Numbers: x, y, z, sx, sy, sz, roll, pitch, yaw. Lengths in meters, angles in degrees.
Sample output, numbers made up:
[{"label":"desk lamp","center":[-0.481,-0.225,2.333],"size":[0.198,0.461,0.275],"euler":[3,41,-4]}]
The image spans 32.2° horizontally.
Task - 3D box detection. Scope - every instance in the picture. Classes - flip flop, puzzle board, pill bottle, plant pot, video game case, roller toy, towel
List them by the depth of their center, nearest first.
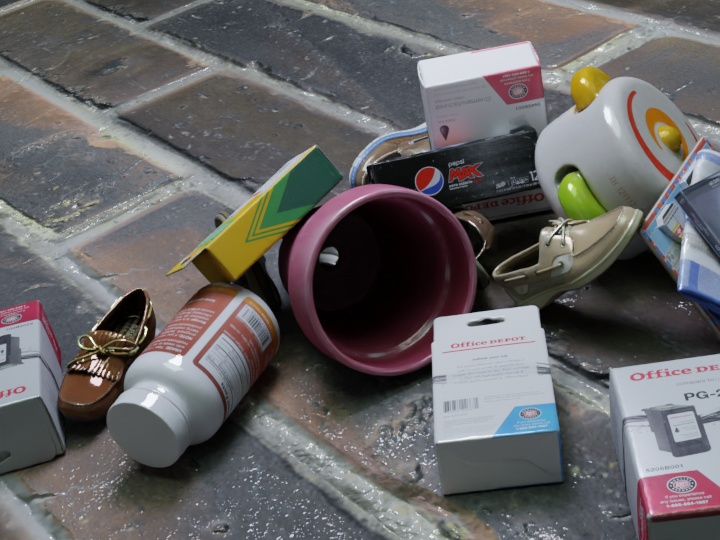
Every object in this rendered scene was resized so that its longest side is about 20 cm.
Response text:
[{"label":"video game case","center":[0.430,-0.024,1.277],"size":[0.143,0.019,0.200],"euler":[-25,73,-30]},{"label":"towel","center":[0.402,-0.027,1.293],"size":[0.147,0.024,0.200],"euler":[26,54,-9]},{"label":"pill bottle","center":[-0.175,0.109,1.301],"size":[0.112,0.112,0.200],"euler":[6,35,26]},{"label":"puzzle board","center":[0.379,-0.038,1.328],"size":[0.017,0.151,0.200],"euler":[-29,13,46]},{"label":"plant pot","center":[0.000,0.000,1.362],"size":[0.200,0.200,0.179],"euler":[-24,18,-19]},{"label":"roller toy","center":[0.303,-0.120,1.410],"size":[0.140,0.182,0.200],"euler":[-36,44,38]},{"label":"flip flop","center":[0.130,-0.041,1.450],"size":[0.058,0.081,0.200],"euler":[-35,13,16]},{"label":"flip flop","center":[-0.149,-0.006,1.513],"size":[0.058,0.081,0.200],"euler":[-33,38,2]}]

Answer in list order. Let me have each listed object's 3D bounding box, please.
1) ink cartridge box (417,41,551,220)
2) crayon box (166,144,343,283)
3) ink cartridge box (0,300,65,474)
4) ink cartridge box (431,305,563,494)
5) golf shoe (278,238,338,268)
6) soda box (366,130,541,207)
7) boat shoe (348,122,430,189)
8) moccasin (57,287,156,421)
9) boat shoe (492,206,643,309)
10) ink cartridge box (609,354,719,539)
[{"label":"ink cartridge box","center":[0.157,-0.165,1.545],"size":[0.146,0.200,0.085],"euler":[-10,32,3]},{"label":"crayon box","center":[-0.119,-0.048,1.385],"size":[0.200,0.052,0.126],"euler":[-44,9,-15]},{"label":"ink cartridge box","center":[-0.408,0.132,1.368],"size":[0.145,0.083,0.200],"euler":[-15,31,-6]},{"label":"ink cartridge box","center":[0.131,0.122,1.220],"size":[0.116,0.067,0.200],"euler":[-7,32,8]},{"label":"golf shoe","center":[0.001,-0.024,1.515],"size":[0.200,0.077,0.088],"euler":[-10,54,3]},{"label":"soda box","center":[0.111,-0.112,1.464],"size":[0.200,0.071,0.063],"euler":[-12,4,-5]},{"label":"boat shoe","center":[0.074,-0.151,1.673],"size":[0.200,0.072,0.072],"euler":[-32,38,-29]},{"label":"moccasin","center":[-0.279,0.092,1.391],"size":[0.074,0.078,0.201],"euler":[16,37,12]},{"label":"boat shoe","center":[0.215,-0.019,1.318],"size":[0.200,0.065,0.072],"euler":[-38,12,50]},{"label":"ink cartridge box","center":[0.301,0.162,1.069],"size":[0.145,0.083,0.200],"euler":[-8,32,6]}]
